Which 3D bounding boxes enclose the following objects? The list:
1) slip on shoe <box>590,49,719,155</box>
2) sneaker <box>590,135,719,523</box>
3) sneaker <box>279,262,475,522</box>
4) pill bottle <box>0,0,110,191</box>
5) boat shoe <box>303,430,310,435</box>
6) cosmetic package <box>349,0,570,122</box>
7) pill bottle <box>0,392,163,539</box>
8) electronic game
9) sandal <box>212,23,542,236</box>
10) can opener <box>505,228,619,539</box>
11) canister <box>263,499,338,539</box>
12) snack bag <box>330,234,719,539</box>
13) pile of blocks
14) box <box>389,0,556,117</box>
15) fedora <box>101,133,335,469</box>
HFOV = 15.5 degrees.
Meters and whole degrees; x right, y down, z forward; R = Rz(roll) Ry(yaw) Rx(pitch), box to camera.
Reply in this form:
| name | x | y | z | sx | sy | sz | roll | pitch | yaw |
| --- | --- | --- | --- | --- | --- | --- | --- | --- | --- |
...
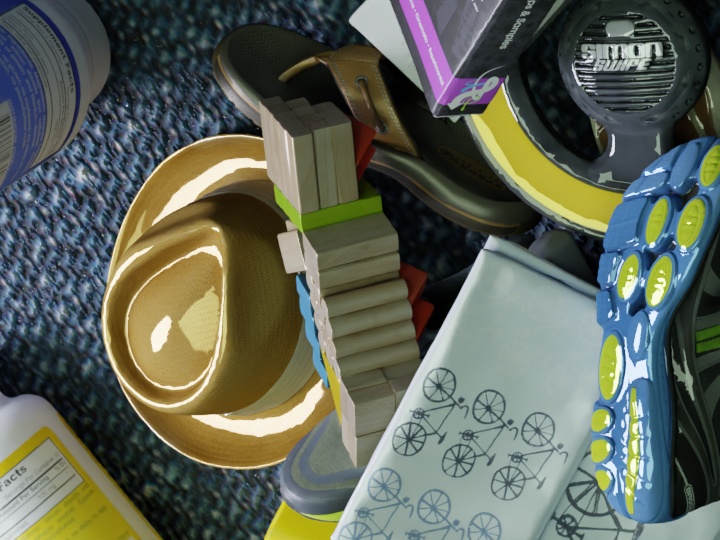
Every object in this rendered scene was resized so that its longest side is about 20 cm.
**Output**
| name | x | y | z | sx | sy | sz | roll | pitch | yaw |
| --- | --- | --- | --- | --- | --- | --- | --- | --- | --- |
| slip on shoe | 0.182 | -0.053 | 1.406 | 0.076 | 0.061 | 0.200 | -24 | 93 | 30 |
| sneaker | 0.167 | 0.029 | 1.339 | 0.071 | 0.083 | 0.200 | 21 | 109 | 54 |
| sneaker | 0.028 | 0.056 | 1.454 | 0.200 | 0.081 | 0.074 | -43 | 50 | -3 |
| pill bottle | -0.219 | -0.098 | 1.469 | 0.112 | 0.200 | 0.112 | 8 | 113 | 19 |
| boat shoe | 0.065 | 0.115 | 1.516 | 0.200 | 0.072 | 0.066 | -1 | 110 | 16 |
| cosmetic package | 0.089 | -0.178 | 1.399 | 0.083 | 0.051 | 0.200 | 45 | 119 | 4 |
| pill bottle | -0.206 | 0.146 | 1.611 | 0.111 | 0.111 | 0.200 | -37 | 93 | 29 |
| electronic game | 0.139 | -0.109 | 1.347 | 0.200 | 0.042 | 0.200 | 8 | 110 | 22 |
| sandal | 0.016 | -0.086 | 1.444 | 0.200 | 0.082 | 0.055 | 30 | 130 | 5 |
| can opener | 0.121 | 0.077 | 1.409 | 0.053 | 0.067 | 0.200 | -7 | 117 | 47 |
| canister | 0.049 | 0.194 | 1.513 | 0.200 | 0.149 | 0.087 | 24 | 72 | 14 |
| snack bag | 0.109 | 0.105 | 1.384 | 0.200 | 0.021 | 0.189 | 26 | 98 | -12 |
| pile of blocks | 0.000 | 0.000 | 1.408 | 0.062 | 0.082 | 0.200 | -14 | 94 | -15 |
| box | 0.064 | -0.191 | 1.296 | 0.200 | 0.036 | 0.143 | -58 | 44 | 51 |
| fedora | -0.086 | 0.021 | 1.506 | 0.201 | 0.082 | 0.201 | 4 | 98 | 31 |
